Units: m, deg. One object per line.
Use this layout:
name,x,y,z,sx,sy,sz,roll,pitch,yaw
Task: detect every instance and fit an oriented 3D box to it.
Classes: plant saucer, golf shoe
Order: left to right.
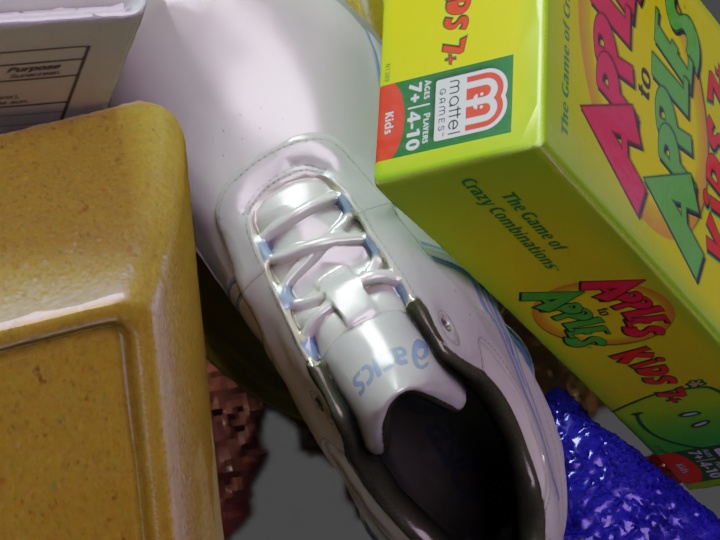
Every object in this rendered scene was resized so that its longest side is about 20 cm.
plant saucer,-0.116,0.078,0.689,0.199,0.048,0.201,-14,114,-22
golf shoe,0.000,0.000,0.738,0.078,0.097,0.201,-33,105,1

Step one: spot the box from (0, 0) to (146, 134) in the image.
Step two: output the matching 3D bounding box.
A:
box,-0.139,-0.071,0.742,0.127,0.200,0.110,-4,71,-17

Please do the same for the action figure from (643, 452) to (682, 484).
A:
action figure,0.027,0.131,0.847,0.199,0.052,0.066,-33,83,-25

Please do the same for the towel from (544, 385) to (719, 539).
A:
towel,0.051,0.147,0.791,0.147,0.050,0.200,38,71,4

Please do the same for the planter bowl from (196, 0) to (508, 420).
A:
planter bowl,0.009,-0.060,0.840,0.200,0.083,0.202,26,55,-43

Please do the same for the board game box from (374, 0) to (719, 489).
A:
board game box,0.072,-0.027,0.783,0.200,0.047,0.102,42,44,-51
